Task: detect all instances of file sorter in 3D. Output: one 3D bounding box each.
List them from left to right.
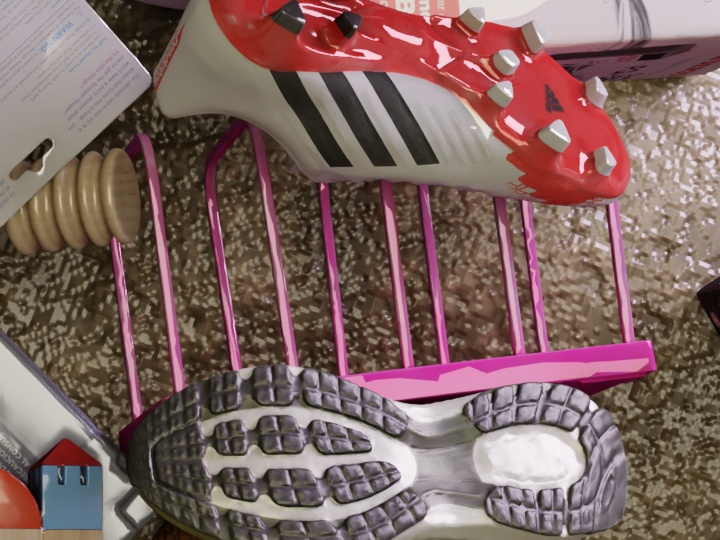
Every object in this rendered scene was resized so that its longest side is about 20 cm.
[{"bbox_3d":[0.000,0.000,1.228,0.199,0.139,0.126,-6,83,-13],"label":"file sorter"}]

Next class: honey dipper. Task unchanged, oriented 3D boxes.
[{"bbox_3d":[-0.185,-0.017,1.165,0.199,0.038,0.038,-7,86,12],"label":"honey dipper"}]

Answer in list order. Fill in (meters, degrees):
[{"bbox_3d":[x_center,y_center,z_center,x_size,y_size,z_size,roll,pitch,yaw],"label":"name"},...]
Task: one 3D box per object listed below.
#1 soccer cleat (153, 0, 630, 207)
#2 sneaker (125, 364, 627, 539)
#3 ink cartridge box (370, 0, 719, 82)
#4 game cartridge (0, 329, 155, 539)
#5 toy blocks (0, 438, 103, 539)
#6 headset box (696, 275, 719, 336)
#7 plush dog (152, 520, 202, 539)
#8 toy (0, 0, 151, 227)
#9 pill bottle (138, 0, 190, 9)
[{"bbox_3d":[0.014,-0.062,1.140,0.199,0.085,0.069,18,47,-31],"label":"soccer cleat"},{"bbox_3d":[0.000,0.088,1.145,0.199,0.089,0.077,5,65,-22],"label":"sneaker"},{"bbox_3d":[0.074,-0.124,1.248,0.199,0.147,0.083,-5,87,-12],"label":"ink cartridge box"},{"bbox_3d":[-0.195,0.071,1.219,0.133,0.041,0.200,-44,95,-6],"label":"game cartridge"},{"bbox_3d":[-0.178,0.109,1.160,0.199,0.100,0.138,3,80,-20],"label":"toy blocks"},{"bbox_3d":[0.236,0.046,1.242,0.075,0.200,0.149,-31,93,-13],"label":"headset box"},{"bbox_3d":[0.003,0.146,1.224,0.199,0.161,0.173,5,57,-14],"label":"plush dog"},{"bbox_3d":[-0.189,-0.107,1.129,0.115,0.047,0.200,-45,102,-16],"label":"toy"},{"bbox_3d":[-0.076,-0.219,1.242,0.111,0.112,0.201,19,81,-10],"label":"pill bottle"}]
